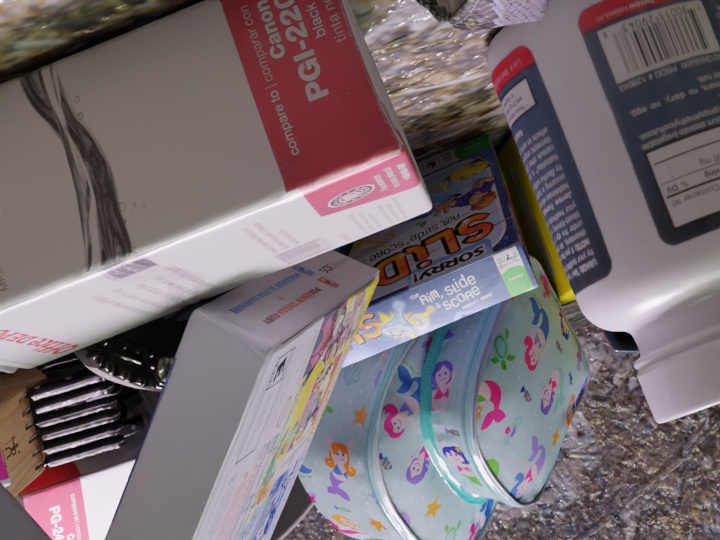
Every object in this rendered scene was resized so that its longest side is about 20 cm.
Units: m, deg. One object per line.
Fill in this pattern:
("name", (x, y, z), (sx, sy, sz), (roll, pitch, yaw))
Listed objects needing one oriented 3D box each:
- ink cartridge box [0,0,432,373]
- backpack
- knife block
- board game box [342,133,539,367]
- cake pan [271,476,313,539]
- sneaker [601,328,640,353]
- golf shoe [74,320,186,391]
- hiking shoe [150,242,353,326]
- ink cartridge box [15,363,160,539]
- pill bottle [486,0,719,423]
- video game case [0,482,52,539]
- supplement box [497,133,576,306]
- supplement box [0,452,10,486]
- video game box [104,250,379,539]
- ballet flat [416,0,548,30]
("ink cartridge box", (-0.081, -0.034, 0.617), (0.198, 0.086, 0.146), (-23, 172, 4))
("backpack", (0.049, 0.081, 1.000), (0.149, 0.178, 0.201), (12, -123, 38))
("knife block", (-0.257, 0.102, 1.093), (0.198, 0.065, 0.176), (-4, -165, 19))
("board game box", (0.000, 0.000, 0.930), (0.198, 0.035, 0.136), (-23, -149, 9))
("cake pan", (-0.063, 0.121, 1.102), (0.200, 0.037, 0.201), (-44, 152, -30))
("sneaker", (0.214, 0.008, 0.866), (0.084, 0.076, 0.200), (-21, 173, -38))
("golf shoe", (-0.139, 0.047, 1.036), (0.087, 0.078, 0.199), (-18, 174, 26))
("hiking shoe", (-0.045, -0.021, 0.827), (0.087, 0.075, 0.200), (-38, 171, 28))
("ink cartridge box", (-0.181, 0.131, 1.190), (0.198, 0.084, 0.145), (-17, -146, -23))
("pill bottle", (0.147, -0.036, 0.748), (0.118, 0.202, 0.120), (-19, 172, -3))
("video game case", (-0.228, 0.103, 0.777), (0.022, 0.200, 0.182), (-44, -175, -29))
("supplement box", (0.162, -0.058, 0.963), (0.108, 0.111, 0.200), (-20, 172, -9))
("supplement box", (-0.334, 0.125, 0.962), (0.198, 0.102, 0.103), (-23, 171, 21))
("video game box", (-0.066, 0.096, 0.755), (0.202, 0.046, 0.182), (-67, 168, 15))
("ballet flat", (0.030, -0.115, 0.441), (0.071, 0.073, 0.200), (-20, 170, -1))
